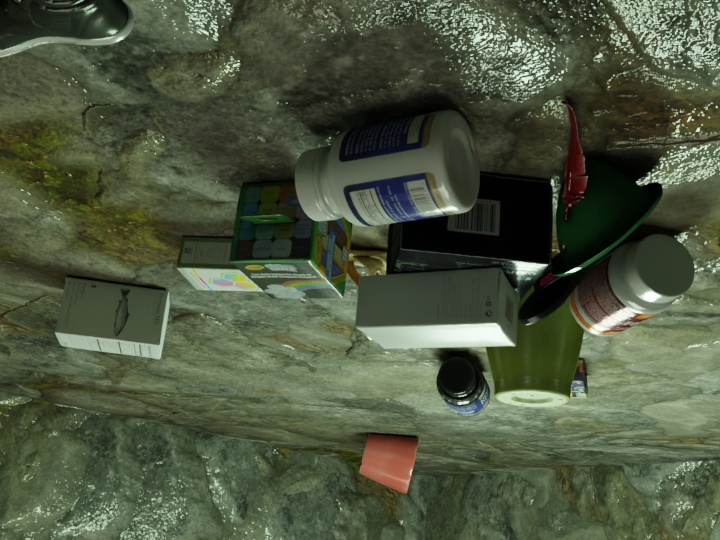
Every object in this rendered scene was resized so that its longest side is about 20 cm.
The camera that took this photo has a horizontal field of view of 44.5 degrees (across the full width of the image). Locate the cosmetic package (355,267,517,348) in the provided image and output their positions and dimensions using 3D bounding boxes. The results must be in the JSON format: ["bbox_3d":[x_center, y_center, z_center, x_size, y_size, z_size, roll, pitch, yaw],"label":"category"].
[{"bbox_3d":[0.104,0.055,1.195,0.200,0.081,0.113,-1,159,22],"label":"cosmetic package"}]

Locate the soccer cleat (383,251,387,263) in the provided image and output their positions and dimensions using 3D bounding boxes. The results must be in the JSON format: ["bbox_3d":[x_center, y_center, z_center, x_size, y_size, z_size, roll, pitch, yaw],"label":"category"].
[{"bbox_3d":[0.082,-0.006,1.417,0.086,0.070,0.200,10,155,7],"label":"soccer cleat"}]

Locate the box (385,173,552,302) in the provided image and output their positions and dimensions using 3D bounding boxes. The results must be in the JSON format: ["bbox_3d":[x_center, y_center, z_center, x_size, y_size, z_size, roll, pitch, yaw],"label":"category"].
[{"bbox_3d":[0.143,-0.040,1.220,0.200,0.124,0.197,6,162,-2],"label":"box"}]

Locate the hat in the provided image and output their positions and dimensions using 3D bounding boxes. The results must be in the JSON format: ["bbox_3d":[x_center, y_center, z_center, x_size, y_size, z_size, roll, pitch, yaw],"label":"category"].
[{"bbox_3d":[0.259,-0.116,1.094,0.176,0.166,0.200,46,132,-5],"label":"hat"}]

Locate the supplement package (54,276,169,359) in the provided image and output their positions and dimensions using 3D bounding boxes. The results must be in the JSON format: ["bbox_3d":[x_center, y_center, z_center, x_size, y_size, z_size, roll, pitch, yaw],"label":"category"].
[{"bbox_3d":[-0.487,0.096,1.741,0.200,0.117,0.117,8,160,-9],"label":"supplement package"}]

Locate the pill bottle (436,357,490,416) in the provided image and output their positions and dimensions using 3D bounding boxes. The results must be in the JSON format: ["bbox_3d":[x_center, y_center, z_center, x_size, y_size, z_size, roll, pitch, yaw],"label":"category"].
[{"bbox_3d":[0.238,0.269,2.050,0.112,0.112,0.200,-1,160,15],"label":"pill bottle"}]

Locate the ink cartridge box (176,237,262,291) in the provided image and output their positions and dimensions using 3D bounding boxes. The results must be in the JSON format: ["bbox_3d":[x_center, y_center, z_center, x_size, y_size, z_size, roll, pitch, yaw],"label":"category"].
[{"bbox_3d":[-0.194,-0.008,1.471,0.200,0.059,0.104,1,160,10],"label":"ink cartridge box"}]

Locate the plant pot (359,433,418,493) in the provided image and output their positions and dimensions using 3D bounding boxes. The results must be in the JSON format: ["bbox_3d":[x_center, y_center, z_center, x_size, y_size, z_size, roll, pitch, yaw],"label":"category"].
[{"bbox_3d":[0.097,0.659,3.066,0.177,0.201,0.200,14,160,4],"label":"plant pot"}]

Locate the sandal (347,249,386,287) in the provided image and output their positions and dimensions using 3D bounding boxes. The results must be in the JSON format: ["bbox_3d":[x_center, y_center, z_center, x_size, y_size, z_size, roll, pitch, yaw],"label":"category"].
[{"bbox_3d":[-0.003,0.002,1.439,0.212,0.070,0.078,16,157,-28],"label":"sandal"}]

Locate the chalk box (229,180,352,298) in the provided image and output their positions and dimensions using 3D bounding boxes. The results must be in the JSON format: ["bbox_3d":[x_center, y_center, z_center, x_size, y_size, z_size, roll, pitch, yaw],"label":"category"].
[{"bbox_3d":[-0.103,-0.050,1.250,0.125,0.124,0.200,0,158,17],"label":"chalk box"}]

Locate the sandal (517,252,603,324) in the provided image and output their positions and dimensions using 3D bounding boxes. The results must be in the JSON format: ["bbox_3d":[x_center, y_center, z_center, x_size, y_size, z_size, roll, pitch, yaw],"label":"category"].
[{"bbox_3d":[0.287,-0.005,1.242,0.045,0.200,0.075,45,177,-19],"label":"sandal"}]

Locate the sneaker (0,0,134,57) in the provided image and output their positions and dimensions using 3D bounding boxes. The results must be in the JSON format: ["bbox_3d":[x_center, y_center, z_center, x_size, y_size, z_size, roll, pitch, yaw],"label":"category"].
[{"bbox_3d":[-0.324,-0.257,0.822,0.200,0.071,0.099,-3,157,4],"label":"sneaker"}]

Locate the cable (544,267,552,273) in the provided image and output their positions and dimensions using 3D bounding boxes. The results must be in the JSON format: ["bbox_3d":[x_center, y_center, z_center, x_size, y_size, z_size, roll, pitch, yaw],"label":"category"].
[{"bbox_3d":[0.224,0.014,1.449,0.200,0.050,0.097,7,163,-2],"label":"cable"}]

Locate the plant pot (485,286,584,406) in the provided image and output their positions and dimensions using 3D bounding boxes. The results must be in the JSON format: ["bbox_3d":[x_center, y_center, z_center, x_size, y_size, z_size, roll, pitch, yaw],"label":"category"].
[{"bbox_3d":[0.303,0.135,1.554,0.200,0.193,0.200,5,160,2],"label":"plant pot"}]

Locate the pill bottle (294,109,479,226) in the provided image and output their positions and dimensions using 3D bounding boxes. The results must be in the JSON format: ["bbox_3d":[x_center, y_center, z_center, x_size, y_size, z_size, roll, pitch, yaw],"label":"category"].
[{"bbox_3d":[0.029,-0.115,1.043,0.200,0.120,0.120,-6,157,28],"label":"pill bottle"}]

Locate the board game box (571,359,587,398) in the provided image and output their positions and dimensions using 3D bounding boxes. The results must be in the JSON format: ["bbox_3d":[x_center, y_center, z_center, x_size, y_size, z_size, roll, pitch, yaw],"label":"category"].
[{"bbox_3d":[0.423,0.254,2.048,0.200,0.057,0.165,-2,160,18],"label":"board game box"}]

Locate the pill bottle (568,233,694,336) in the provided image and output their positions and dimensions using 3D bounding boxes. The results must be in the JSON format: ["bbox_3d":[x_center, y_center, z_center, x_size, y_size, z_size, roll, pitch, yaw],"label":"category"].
[{"bbox_3d":[0.410,0.023,1.337,0.114,0.114,0.200,9,160,-10],"label":"pill bottle"}]
